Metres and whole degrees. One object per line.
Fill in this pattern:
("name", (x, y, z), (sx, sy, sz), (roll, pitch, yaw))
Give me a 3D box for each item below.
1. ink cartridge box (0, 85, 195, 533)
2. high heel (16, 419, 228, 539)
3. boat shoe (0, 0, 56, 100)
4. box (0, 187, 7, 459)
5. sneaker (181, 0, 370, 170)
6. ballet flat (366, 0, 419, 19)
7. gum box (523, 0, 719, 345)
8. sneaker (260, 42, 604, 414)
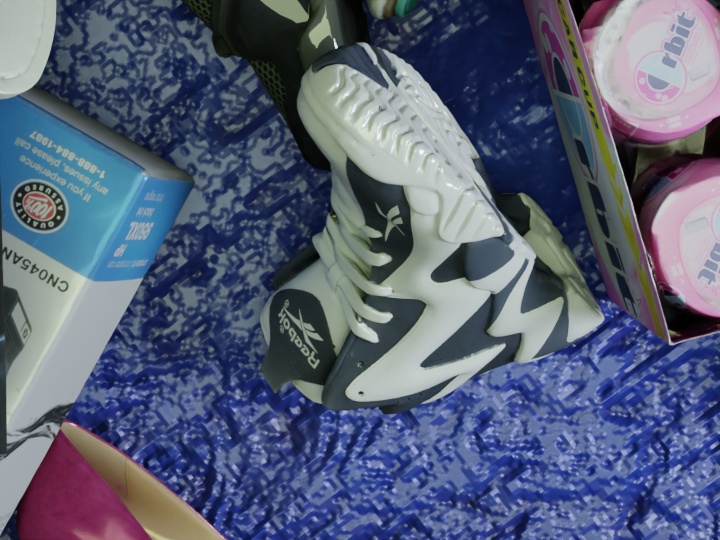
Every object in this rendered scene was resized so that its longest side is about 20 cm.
("ink cartridge box", (-0.180, 0.014, 0.848), (0.145, 0.084, 0.200), (30, 95, 6))
("high heel", (-0.046, 0.126, 0.893), (0.200, 0.067, 0.096), (10, 108, -3))
("boat shoe", (-0.170, -0.138, 0.812), (0.060, 0.072, 0.202), (-36, 60, 30))
("box", (-0.196, -0.034, 0.752), (0.160, 0.044, 0.200), (0, 91, 36))
("sneaker", (-0.065, -0.124, 0.859), (0.114, 0.076, 0.200), (-18, 109, 14))
("ballet flat", (0.040, -0.196, 0.863), (0.069, 0.069, 0.200), (32, 87, -8))
("gum box", (0.114, -0.081, 0.856), (0.066, 0.114, 0.200), (-18, 99, -2))
("sneaker", (0.000, 0.000, 0.846), (0.130, 0.199, 0.080), (-34, 59, 12))
